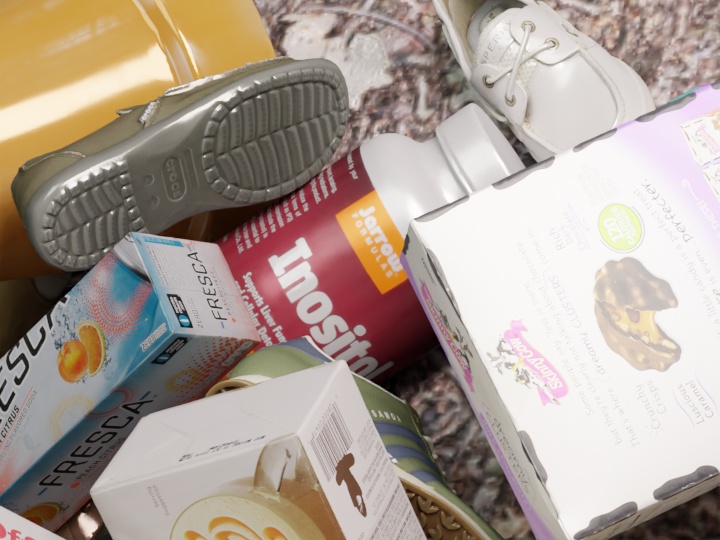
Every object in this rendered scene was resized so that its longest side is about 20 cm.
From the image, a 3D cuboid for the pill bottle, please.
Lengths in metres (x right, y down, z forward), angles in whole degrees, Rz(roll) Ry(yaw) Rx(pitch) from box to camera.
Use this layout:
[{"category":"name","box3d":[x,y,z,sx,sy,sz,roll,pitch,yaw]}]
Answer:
[{"category":"pill bottle","box3d":[0.000,0.000,1.415,0.200,0.113,0.113,-34,47,9]}]

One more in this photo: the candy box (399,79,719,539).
[{"category":"candy box","box3d":[0.143,0.018,1.249,0.199,0.072,0.168,-24,78,-10]}]

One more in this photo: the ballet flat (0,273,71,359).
[{"category":"ballet flat","box3d":[-0.187,-0.040,1.597,0.063,0.069,0.201,-7,57,22]}]

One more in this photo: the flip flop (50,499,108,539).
[{"category":"flip flop","box3d":[-0.160,0.126,1.465,0.081,0.058,0.201,-21,59,19]}]

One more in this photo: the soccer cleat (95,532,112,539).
[{"category":"soccer cleat","box3d":[-0.120,0.169,1.348,0.200,0.086,0.070,-34,6,16]}]

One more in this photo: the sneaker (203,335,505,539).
[{"category":"sneaker","box3d":[0.019,0.103,1.330,0.067,0.200,0.090,-53,-2,32]}]

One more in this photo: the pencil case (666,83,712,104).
[{"category":"pencil case","box3d":[0.149,0.008,1.332,0.092,0.085,0.200,26,74,21]}]

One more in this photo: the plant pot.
[{"category":"plant pot","box3d":[-0.169,-0.079,1.472,0.183,0.201,0.200,-21,36,-33]}]

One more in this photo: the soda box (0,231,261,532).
[{"category":"soda box","box3d":[-0.144,0.065,1.372,0.200,0.068,0.064,-43,60,29]}]

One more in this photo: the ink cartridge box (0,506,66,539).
[{"category":"ink cartridge box","box3d":[-0.154,0.214,1.223,0.083,0.145,0.200,-44,30,26]}]

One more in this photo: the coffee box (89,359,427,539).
[{"category":"coffee box","box3d":[-0.027,0.157,1.261,0.114,0.201,0.080,-16,19,23]}]

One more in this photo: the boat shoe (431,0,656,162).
[{"category":"boat shoe","box3d":[0.089,-0.109,1.439,0.071,0.069,0.200,-53,35,7]}]

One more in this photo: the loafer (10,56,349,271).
[{"category":"loafer","box3d":[-0.095,-0.067,1.373,0.200,0.075,0.070,-22,35,-29]}]
